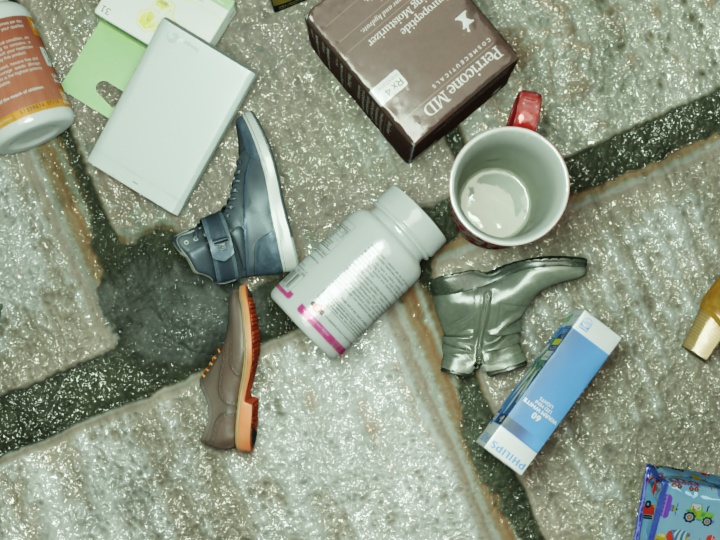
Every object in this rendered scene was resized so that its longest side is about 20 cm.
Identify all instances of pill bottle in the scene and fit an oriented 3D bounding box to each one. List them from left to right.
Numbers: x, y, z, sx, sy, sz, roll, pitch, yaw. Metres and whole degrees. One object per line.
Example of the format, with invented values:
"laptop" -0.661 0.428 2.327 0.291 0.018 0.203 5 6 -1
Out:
"pill bottle" -0.433 -0.251 1.748 0.112 0.112 0.201 -24 87 -1
"pill bottle" 0.000 0.000 1.729 0.200 0.113 0.113 -44 87 -2

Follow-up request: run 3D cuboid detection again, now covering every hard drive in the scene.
"hard drive" -0.229 -0.187 1.759 0.132 0.026 0.201 31 103 1

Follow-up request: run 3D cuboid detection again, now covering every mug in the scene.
"mug" 0.179 -0.101 1.693 0.133 0.200 0.178 43 87 3

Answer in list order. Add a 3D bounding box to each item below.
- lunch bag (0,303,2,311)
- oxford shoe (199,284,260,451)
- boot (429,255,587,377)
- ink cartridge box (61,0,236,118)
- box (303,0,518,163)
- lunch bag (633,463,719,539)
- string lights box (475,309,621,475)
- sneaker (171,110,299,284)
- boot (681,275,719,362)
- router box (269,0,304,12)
"lunch bag" -0.545 0.104 1.722 0.199 0.118 0.165 8 87 -4
"oxford shoe" -0.160 0.117 1.745 0.072 0.071 0.201 2 86 5
"boot" 0.186 0.056 1.756 0.199 0.068 0.131 -11 91 7
"ink cartridge box" -0.265 -0.279 1.783 0.145 0.048 0.201 31 84 1
"box" 0.058 -0.262 1.721 0.166 0.164 0.200 -40 87 -2
"lunch bag" 0.404 0.348 1.725 0.150 0.094 0.201 11 95 -2
"string lights box" 0.223 0.144 1.724 0.059 0.103 0.200 37 87 1
"sneaker" -0.165 -0.084 1.753 0.145 0.077 0.203 -12 87 -3
"boot" 0.503 0.082 1.743 0.201 0.071 0.144 35 90 7
"router box" -0.026 -0.387 1.734 0.199 0.157 0.052 -23 86 -1
